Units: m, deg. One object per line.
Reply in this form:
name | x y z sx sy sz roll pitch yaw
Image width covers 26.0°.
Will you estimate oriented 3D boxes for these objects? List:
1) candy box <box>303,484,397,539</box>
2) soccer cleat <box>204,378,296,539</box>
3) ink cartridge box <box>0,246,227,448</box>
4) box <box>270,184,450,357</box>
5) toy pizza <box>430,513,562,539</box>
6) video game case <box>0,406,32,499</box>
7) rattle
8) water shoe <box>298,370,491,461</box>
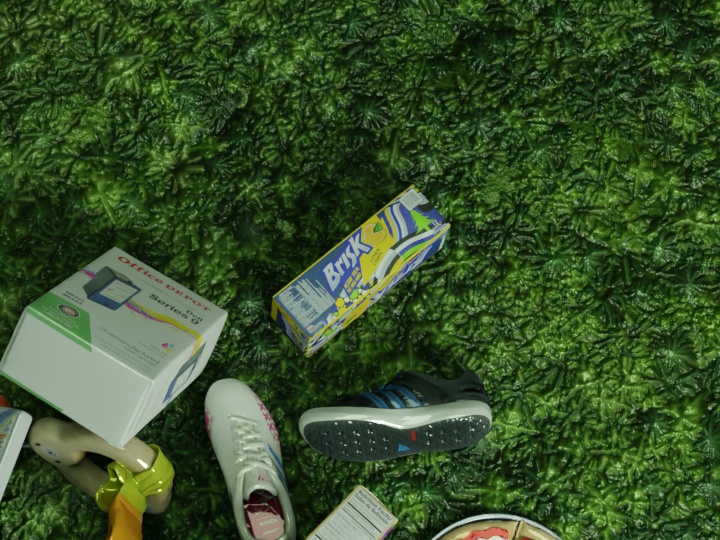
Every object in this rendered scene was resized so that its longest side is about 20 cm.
candy box | -0.057 0.305 1.481 0.056 0.117 0.200 41 49 11
soccer cleat | -0.107 0.195 1.567 0.070 0.086 0.201 -16 72 -10
ink cartridge box | -0.239 0.070 1.543 0.145 0.200 0.088 31 112 6
box | 0.000 0.000 1.654 0.200 0.070 0.064 -38 78 -16
toy pizza | 0.141 0.341 1.561 0.199 0.032 0.201 1 70 -4
video game case | -0.430 0.219 1.526 0.181 0.022 0.201 7 67 29
rattle | -0.293 0.215 1.524 0.199 0.130 0.143 19 70 4
water shoe | 0.035 0.147 1.616 0.199 0.072 0.079 -1 43 -3
